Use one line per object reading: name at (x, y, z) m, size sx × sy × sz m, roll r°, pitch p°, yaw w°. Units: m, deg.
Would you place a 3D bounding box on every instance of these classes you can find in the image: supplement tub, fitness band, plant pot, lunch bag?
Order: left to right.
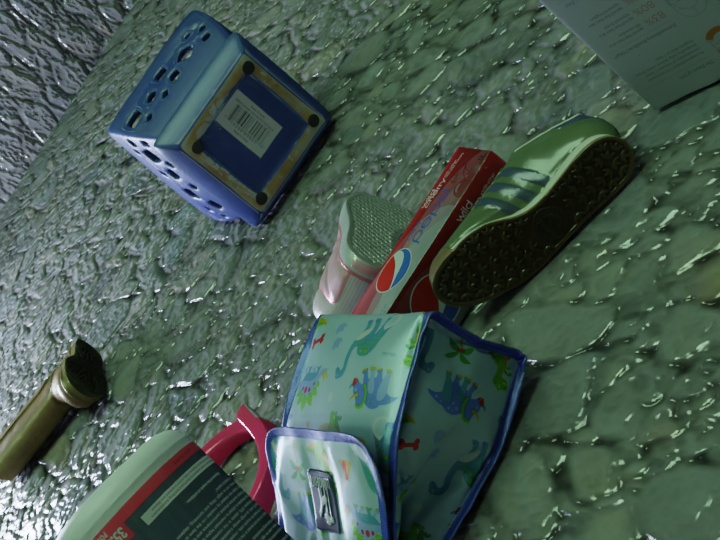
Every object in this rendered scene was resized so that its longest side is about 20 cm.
supplement tub at (-0.118, 0.232, 1.114) m, size 0.140 × 0.200 × 0.140 m, roll -46°, pitch -5°, yaw -5°
plant pot at (-0.165, -0.182, 1.857) m, size 0.201 × 0.200 × 0.179 m, roll -54°, pitch 28°, yaw -6°
fitness band at (-0.124, 0.207, 1.424) m, size 0.144 × 0.037 × 0.200 m, roll -56°, pitch 22°, yaw 0°
lunch bag at (0.014, 0.138, 1.153) m, size 0.169 × 0.127 × 0.202 m, roll -3°, pitch 67°, yaw 58°

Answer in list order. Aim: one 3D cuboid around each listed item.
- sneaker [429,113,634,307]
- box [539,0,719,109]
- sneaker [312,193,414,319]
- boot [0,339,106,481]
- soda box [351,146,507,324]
sneaker at (0.137, -0.055, 1.253) m, size 0.200 × 0.067 × 0.090 m, roll -40°, pitch 26°, yaw 14°
box at (0.222, -0.241, 1.176) m, size 0.124 × 0.200 × 0.098 m, roll -26°, pitch 34°, yaw 46°
sneaker at (0.000, 0.000, 1.423) m, size 0.200 × 0.075 × 0.105 m, roll -72°, pitch 3°, yaw -68°
boot at (-0.416, 0.200, 1.965) m, size 0.200 × 0.066 × 0.175 m, roll -49°, pitch 11°, yaw 8°
soda box at (0.070, -0.007, 1.304) m, size 0.201 × 0.070 × 0.063 m, roll -57°, pitch 24°, yaw -8°
